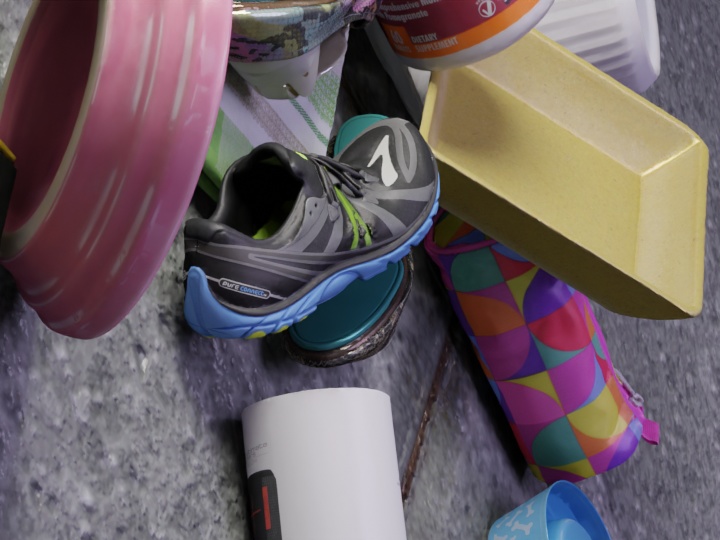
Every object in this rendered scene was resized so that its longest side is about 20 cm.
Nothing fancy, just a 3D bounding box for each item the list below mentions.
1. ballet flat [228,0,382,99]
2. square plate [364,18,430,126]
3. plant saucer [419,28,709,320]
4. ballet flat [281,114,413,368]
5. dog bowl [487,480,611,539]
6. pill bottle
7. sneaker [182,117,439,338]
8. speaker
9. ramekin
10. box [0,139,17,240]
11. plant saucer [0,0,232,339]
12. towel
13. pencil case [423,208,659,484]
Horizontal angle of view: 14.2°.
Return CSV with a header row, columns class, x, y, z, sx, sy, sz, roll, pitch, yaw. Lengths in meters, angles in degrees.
class,x,y,z,sx,sy,sz,roll,pitch,yaw
ballet flat,-0.034,-0.132,1.549,0.200,0.069,0.071,-36,130,-61
square plate,0.022,-0.212,1.802,0.200,0.028,0.198,63,28,-27
plant saucer,0.115,-0.062,1.739,0.200,0.048,0.200,31,33,-13
ballet flat,0.000,0.000,1.614,0.200,0.068,0.075,-80,167,-45
dog bowl,0.131,0.231,1.760,0.111,0.049,0.201,7,64,-65
pill bottle,0.029,-0.223,1.661,0.200,0.109,0.110,60,29,-28
sneaker,-0.023,-0.035,1.509,0.200,0.071,0.083,-36,125,-45
speaker,-0.012,0.162,1.473,0.081,0.081,0.201,22,59,-61
ramekin,0.139,-0.196,1.917,0.202,0.094,0.203,-9,90,-78
box,-0.214,-0.013,1.167,0.160,0.049,0.200,55,32,-42
plant saucer,-0.118,-0.072,1.276,0.051,0.201,0.201,16,57,-23
towel,-0.062,-0.111,1.579,0.149,0.031,0.200,51,37,-41
pencil case,0.112,0.039,1.804,0.200,0.088,0.088,61,28,-28
